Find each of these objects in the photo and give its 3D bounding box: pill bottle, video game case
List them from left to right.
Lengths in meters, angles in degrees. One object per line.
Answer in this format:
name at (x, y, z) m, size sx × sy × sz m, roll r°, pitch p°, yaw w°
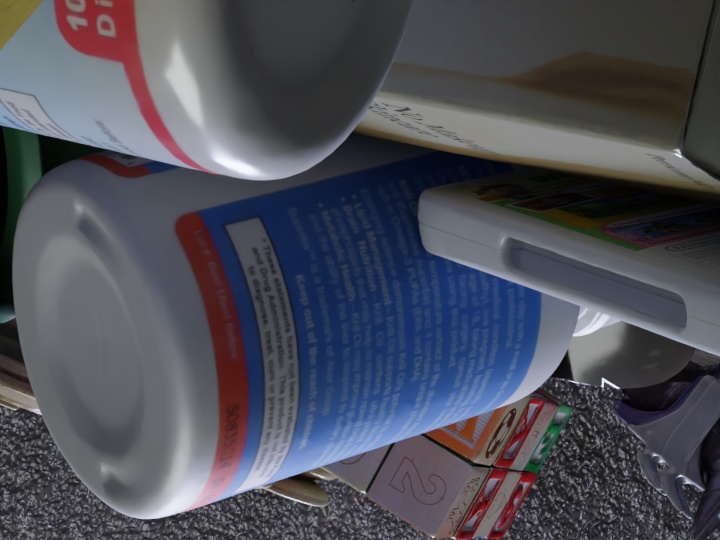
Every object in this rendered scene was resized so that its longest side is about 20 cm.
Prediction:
pill bottle at (-0.092, -0.091, 0.648) m, size 0.199 × 0.110 × 0.109 m, roll 13°, pitch 176°, yaw 27°
pill bottle at (0.000, 0.000, 0.881) m, size 0.199 × 0.113 × 0.112 m, roll -15°, pitch -167°, yaw -30°
video game case at (0.146, -0.014, 0.796) m, size 0.199 × 0.022 × 0.182 m, roll -12°, pitch -163°, yaw -28°

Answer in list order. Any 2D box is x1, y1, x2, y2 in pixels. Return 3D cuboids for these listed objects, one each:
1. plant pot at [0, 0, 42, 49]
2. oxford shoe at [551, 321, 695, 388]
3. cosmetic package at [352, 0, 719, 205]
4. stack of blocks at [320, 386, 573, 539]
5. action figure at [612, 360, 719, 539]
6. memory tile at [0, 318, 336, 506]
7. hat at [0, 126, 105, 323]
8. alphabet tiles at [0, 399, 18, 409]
plant pot at (-0.116, -0.091, 0.455) m, size 0.198 × 0.143 × 0.200 m, roll 14°, pitch 176°, yaw 1°
oxford shoe at (0.041, -0.025, 1.041) m, size 0.199 × 0.071 × 0.071 m, roll 30°, pitch -145°, yaw -7°
cosmetic package at (0.029, -0.071, 0.761) m, size 0.199 × 0.072 × 0.105 m, roll 13°, pitch 177°, yaw 34°
stack of blocks at (-0.029, 0.023, 1.024) m, size 0.199 × 0.059 × 0.115 m, roll 30°, pitch -177°, yaw 16°
action figure at (0.090, 0.022, 1.138) m, size 0.200 × 0.070 × 0.130 m, roll 41°, pitch -168°, yaw 19°
memory tile at (-0.113, 0.036, 0.990) m, size 0.199 × 0.017 × 0.153 m, roll 23°, pitch -179°, yaw 24°
hat at (-0.071, -0.078, 0.993) m, size 0.175 × 0.166 × 0.200 m, roll -16°, pitch -128°, yaw -26°
alphabet tiles at (-0.211, 0.014, 1.004) m, size 0.165 × 0.006 × 0.200 m, roll 20°, pitch 179°, yaw -17°
